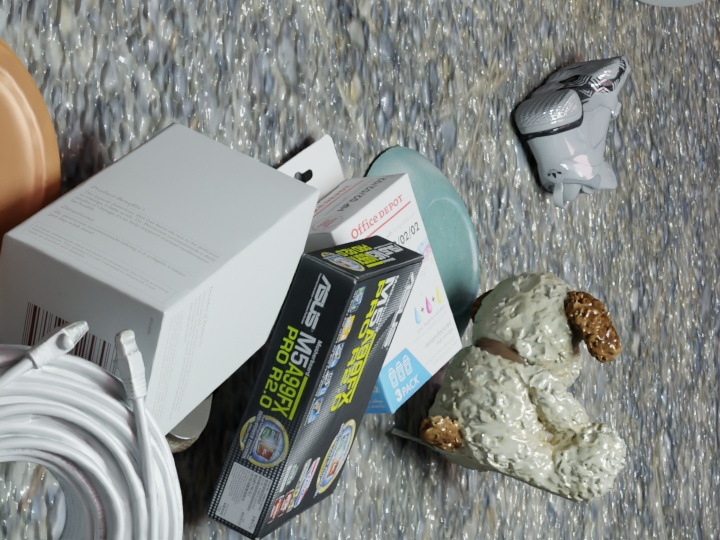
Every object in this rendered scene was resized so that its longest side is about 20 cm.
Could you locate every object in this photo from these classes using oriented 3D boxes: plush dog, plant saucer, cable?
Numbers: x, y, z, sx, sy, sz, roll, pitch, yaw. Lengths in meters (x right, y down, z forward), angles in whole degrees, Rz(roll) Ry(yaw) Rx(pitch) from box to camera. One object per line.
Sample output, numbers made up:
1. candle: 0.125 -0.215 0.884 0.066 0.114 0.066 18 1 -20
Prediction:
1. plush dog: 0.128 0.083 1.502 0.160 0.200 0.172 28 79 -40
2. plant saucer: 0.062 -0.011 1.570 0.201 0.039 0.202 19 68 -56
3. cable: -0.197 0.139 0.992 0.199 0.069 0.201 -22 106 -20
4. plant saucer: -0.244 -0.066 1.069 0.200 0.037 0.201 21 66 -57

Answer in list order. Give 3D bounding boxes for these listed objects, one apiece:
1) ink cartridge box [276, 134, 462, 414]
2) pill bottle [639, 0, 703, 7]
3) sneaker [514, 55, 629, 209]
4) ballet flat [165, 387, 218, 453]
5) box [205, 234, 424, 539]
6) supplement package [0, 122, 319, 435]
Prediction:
1. ink cartridge box: 0.000 0.000 1.423 0.115 0.068 0.201 -40 118 -46
2. pill bottle: 0.367 -0.422 2.097 0.114 0.114 0.201 31 57 -53
3. sneaker: 0.229 -0.144 1.850 0.200 0.075 0.115 -39 118 -49
4. ballet flat: -0.113 0.054 1.264 0.067 0.046 0.200 33 43 -14
5. box: -0.029 0.079 1.273 0.201 0.044 0.160 -69 164 12
6. supplement package: -0.129 0.008 1.130 0.200 0.117 0.118 -42 152 -54
